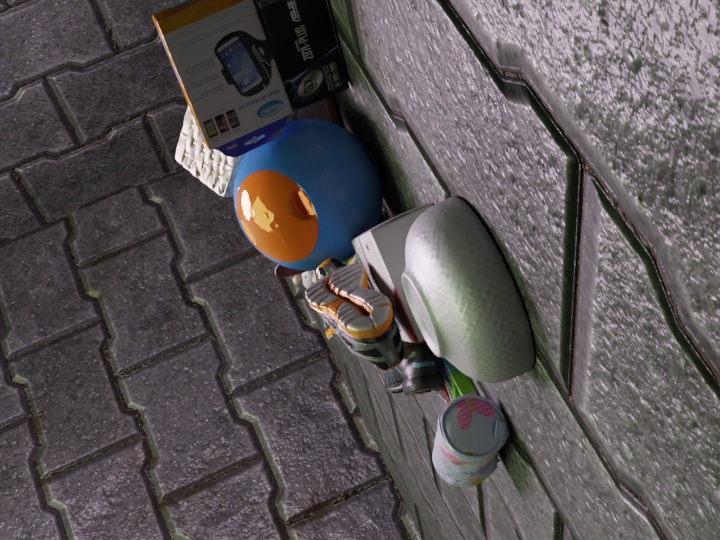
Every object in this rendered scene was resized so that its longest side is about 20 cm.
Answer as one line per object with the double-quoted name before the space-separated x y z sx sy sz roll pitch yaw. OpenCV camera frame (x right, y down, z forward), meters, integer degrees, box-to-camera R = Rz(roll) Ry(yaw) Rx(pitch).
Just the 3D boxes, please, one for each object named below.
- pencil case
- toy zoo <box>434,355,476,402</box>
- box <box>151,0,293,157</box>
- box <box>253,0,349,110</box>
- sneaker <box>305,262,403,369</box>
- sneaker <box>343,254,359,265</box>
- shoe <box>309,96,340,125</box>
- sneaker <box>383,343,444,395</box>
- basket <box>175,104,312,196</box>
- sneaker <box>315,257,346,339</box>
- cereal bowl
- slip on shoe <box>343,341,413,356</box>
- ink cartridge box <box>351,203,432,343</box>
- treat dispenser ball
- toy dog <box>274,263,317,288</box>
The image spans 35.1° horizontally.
"pencil case" 0.141 0.225 1.478 0.090 0.083 0.200 22 161 11
"toy zoo" 0.117 0.130 1.617 0.131 0.020 0.200 77 168 -56
"box" -0.164 -0.242 1.401 0.041 0.119 0.201 50 162 55
"box" -0.102 -0.333 1.476 0.164 0.086 0.200 74 169 -45
"sneaker" -0.006 0.054 1.332 0.077 0.078 0.200 62 176 -26
"sneaker" 0.000 0.000 1.588 0.200 0.130 0.080 -178 108 -82
"shoe" -0.066 -0.234 1.660 0.070 0.053 0.201 -129 17 -64
"sneaker" 0.076 0.135 1.631 0.200 0.075 0.080 152 108 -77
"basket" -0.166 -0.216 1.616 0.135 0.123 0.201 37 121 29
"sneaker" -0.025 0.035 1.523 0.077 0.078 0.200 55 167 9
"cereal bowl" 0.098 0.029 1.176 0.200 0.083 0.201 157 90 -83
"slip on shoe" 0.029 0.097 1.566 0.061 0.076 0.200 71 159 4
"ink cartridge box" 0.061 0.006 1.375 0.200 0.085 0.146 165 82 -85
"treat dispenser ball" -0.069 -0.101 1.519 0.201 0.200 0.202 156 90 -83
"toy dog" -0.113 -0.044 1.727 0.132 0.096 0.201 -90 -12 -69
